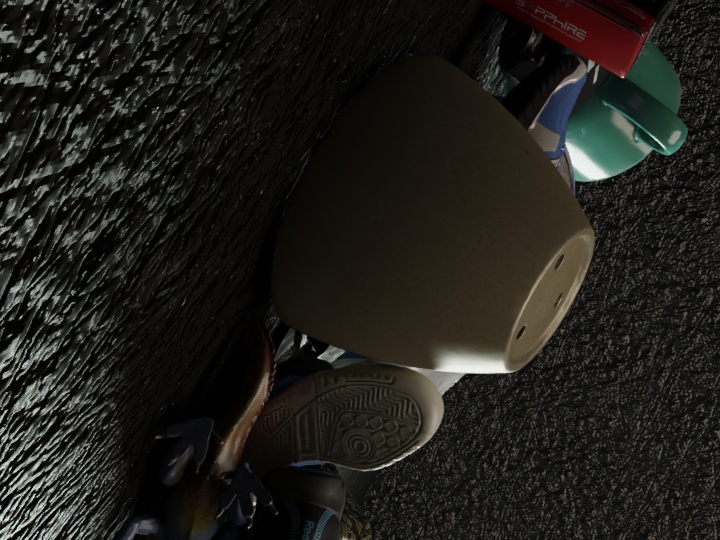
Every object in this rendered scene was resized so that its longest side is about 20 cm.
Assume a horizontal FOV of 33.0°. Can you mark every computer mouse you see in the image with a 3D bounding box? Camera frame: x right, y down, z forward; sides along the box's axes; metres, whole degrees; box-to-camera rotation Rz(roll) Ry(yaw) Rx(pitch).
[{"bbox_3d":[0.145,-0.210,1.012,0.200,0.053,0.139,59,51,-73],"label":"computer mouse"}]

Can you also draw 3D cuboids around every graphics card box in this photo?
[{"bbox_3d":[0.177,-0.233,0.850,0.200,0.125,0.051,-53,167,-32],"label":"graphics card box"}]

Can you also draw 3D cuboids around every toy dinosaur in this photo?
[{"bbox_3d":[-0.095,0.166,0.806,0.200,0.105,0.182,-55,172,-28],"label":"toy dinosaur"}]

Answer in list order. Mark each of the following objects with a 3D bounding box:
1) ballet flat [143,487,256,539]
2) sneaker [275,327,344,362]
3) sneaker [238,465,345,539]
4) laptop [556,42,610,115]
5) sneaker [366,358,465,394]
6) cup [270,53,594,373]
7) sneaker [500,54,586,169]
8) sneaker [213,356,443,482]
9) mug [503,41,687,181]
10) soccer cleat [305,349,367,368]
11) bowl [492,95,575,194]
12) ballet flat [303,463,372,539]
[{"bbox_3d":[-0.094,0.161,0.928,0.069,0.063,0.200,-62,170,25],"label":"ballet flat"},{"bbox_3d":[0.003,0.002,0.935,0.200,0.060,0.104,-50,168,-17],"label":"sneaker"},{"bbox_3d":[-0.064,0.209,0.841,0.200,0.073,0.082,110,-8,-54],"label":"sneaker"},{"bbox_3d":[0.196,-0.250,1.030,0.200,0.103,0.177,-47,164,-7],"label":"laptop"},{"bbox_3d":[0.059,0.085,1.117,0.200,0.076,0.081,5,90,-61],"label":"sneaker"},{"bbox_3d":[0.061,-0.014,0.768,0.200,0.143,0.201,-45,155,-29],"label":"cup"},{"bbox_3d":[0.124,-0.072,0.941,0.201,0.077,0.076,-61,-170,5],"label":"sneaker"},{"bbox_3d":[-0.017,0.095,0.851,0.199,0.077,0.111,-24,-172,32],"label":"sneaker"},{"bbox_3d":[0.226,-0.181,1.167,0.185,0.114,0.153,-9,-126,45],"label":"mug"},{"bbox_3d":[0.004,0.093,1.157,0.070,0.086,0.200,-62,171,26],"label":"soccer cleat"},{"bbox_3d":[0.110,-0.046,1.032,0.200,0.039,0.202,-16,116,-38],"label":"bowl"},{"bbox_3d":[-0.054,0.176,1.051,0.068,0.075,0.200,-47,-143,5],"label":"ballet flat"}]
